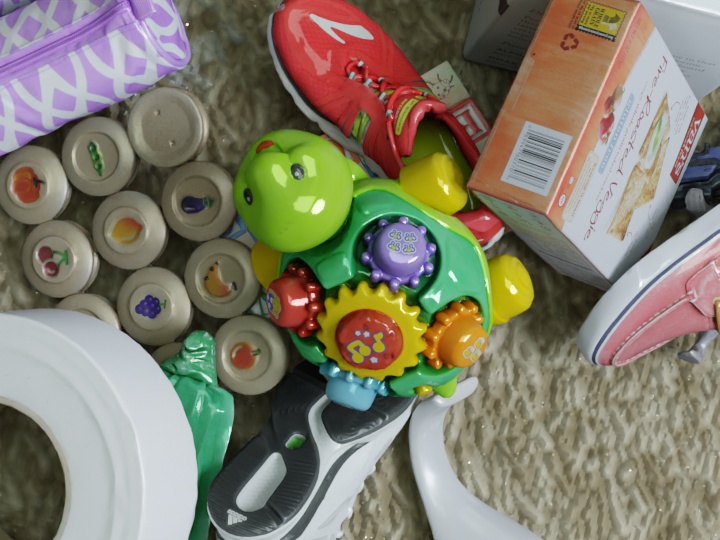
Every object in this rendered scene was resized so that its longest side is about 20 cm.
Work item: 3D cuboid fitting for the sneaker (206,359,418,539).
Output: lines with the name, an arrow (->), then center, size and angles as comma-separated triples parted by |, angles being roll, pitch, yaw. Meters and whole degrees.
sneaker -> -0.028, 0.133, 1.100 | 0.076, 0.116, 0.200 | 24, 45, 24

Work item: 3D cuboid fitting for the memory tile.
memory tile -> -0.137, -0.001, 1.086 | 0.153, 0.017, 0.200 | -20, 89, 15

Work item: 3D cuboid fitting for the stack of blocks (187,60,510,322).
stack of blocks -> 0.000, -0.033, 1.129 | 0.200, 0.059, 0.115 | -31, 86, -12

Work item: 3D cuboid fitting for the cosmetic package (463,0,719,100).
cosmetic package -> 0.177, -0.216, 1.113 | 0.165, 0.200, 0.165 | 12, 79, -7

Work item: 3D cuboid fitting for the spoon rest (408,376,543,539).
spoon rest -> 0.082, 0.169, 1.112 | 0.099, 0.061, 0.200 | -22, 91, -39

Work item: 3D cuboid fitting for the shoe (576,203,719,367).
shoe -> 0.234, 0.014, 1.080 | 0.200, 0.071, 0.091 | -39, 65, 6

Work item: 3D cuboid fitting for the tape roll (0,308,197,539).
tape roll -> -0.200, 0.122, 1.024 | 0.202, 0.071, 0.203 | 1, 92, 21

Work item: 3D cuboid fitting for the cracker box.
cracker box -> 0.144, -0.073, 1.062 | 0.058, 0.200, 0.134 | 22, 85, 25

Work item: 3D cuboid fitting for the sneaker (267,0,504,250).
sneaker -> 0.024, -0.099, 1.069 | 0.077, 0.085, 0.200 | -41, 89, -13

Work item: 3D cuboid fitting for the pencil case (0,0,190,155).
pencil case -> -0.204, -0.123, 1.067 | 0.200, 0.085, 0.084 | -25, 79, 11

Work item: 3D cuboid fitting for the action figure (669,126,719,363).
action figure -> 0.255, -0.027, 1.170 | 0.200, 0.105, 0.194 | 2, 73, 21

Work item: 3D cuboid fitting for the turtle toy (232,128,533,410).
turtle toy -> 0.000, 0.000, 1.007 | 0.146, 0.101, 0.200 | -26, 111, 24

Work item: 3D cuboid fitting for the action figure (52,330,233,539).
action figure -> -0.124, 0.132, 1.061 | 0.118, 0.055, 0.200 | 20, 96, 10

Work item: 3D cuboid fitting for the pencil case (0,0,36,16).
pencil case -> -0.278, -0.192, 1.090 | 0.200, 0.086, 0.084 | -14, 82, -10
